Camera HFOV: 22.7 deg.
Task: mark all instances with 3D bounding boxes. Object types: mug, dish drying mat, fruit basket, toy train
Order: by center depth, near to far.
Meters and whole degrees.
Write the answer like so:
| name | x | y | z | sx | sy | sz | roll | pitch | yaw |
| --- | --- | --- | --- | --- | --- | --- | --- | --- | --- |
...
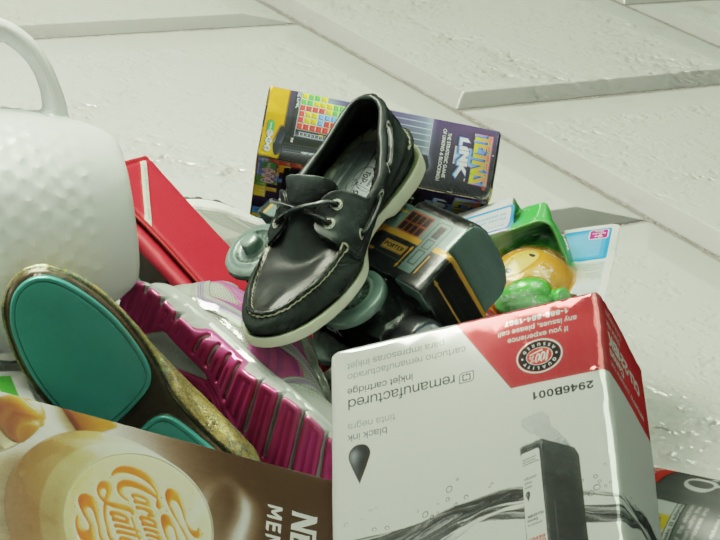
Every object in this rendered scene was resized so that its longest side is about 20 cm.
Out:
| name | x | y | z | sx | sy | sz | roll | pitch | yaw |
| --- | --- | --- | --- | --- | --- | --- | --- | --- | --- |
| mug | -0.224 | -0.048 | 1.030 | 0.174 | 0.201 | 0.148 | -9 | 8 | -15 |
| toy train | 0.000 | 0.000 | 1.138 | 0.114 | 0.085 | 0.200 | -44 | 38 | -16 |
| fruit basket | 0.073 | 0.030 | 1.172 | 0.184 | 0.094 | 0.200 | -16 | 18 | 22 |
| dish drying mat | -0.102 | 0.000 | 1.213 | 0.200 | 0.018 | 0.077 | 46 | 28 | 12 |

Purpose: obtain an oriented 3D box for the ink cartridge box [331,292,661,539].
| name | x | y | z | sx | sy | sz | roll | pitch | yaw |
| --- | --- | --- | --- | --- | --- | --- | --- | --- | --- |
| ink cartridge box | 0.065 | 0.127 | 0.852 | 0.144 | 0.084 | 0.201 | -14 | 53 | 17 |

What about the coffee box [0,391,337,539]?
| name | x | y | z | sx | sy | sz | roll | pitch | yaw |
| --- | --- | --- | --- | --- | --- | --- | --- | --- | --- |
| coffee box | -0.116 | 0.138 | 0.842 | 0.199 | 0.080 | 0.115 | 16 | 45 | -15 |

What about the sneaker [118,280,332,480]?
| name | x | y | z | sx | sy | sz | roll | pitch | yaw |
| --- | --- | --- | --- | --- | --- | --- | --- | --- | --- |
| sneaker | -0.053 | 0.067 | 1.071 | 0.200 | 0.082 | 0.088 | 44 | 40 | 20 |

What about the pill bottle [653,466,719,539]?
| name | x | y | z | sx | sy | sz | roll | pitch | yaw |
| --- | --- | --- | --- | --- | --- | --- | --- | --- | --- |
| pill bottle | 0.162 | 0.161 | 0.909 | 0.199 | 0.117 | 0.116 | 9 | 20 | 34 |

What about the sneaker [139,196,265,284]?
| name | x | y | z | sx | sy | sz | roll | pitch | yaw |
| --- | --- | --- | --- | --- | --- | --- | --- | --- | --- |
| sneaker | -0.083 | -0.001 | 1.276 | 0.199 | 0.074 | 0.079 | 4 | 29 | -12 |

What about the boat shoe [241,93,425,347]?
| name | x | y | z | sx | sy | sz | roll | pitch | yaw |
| --- | --- | --- | --- | --- | --- | --- | --- | --- | --- |
| boat shoe | -0.022 | -0.037 | 1.071 | 0.074 | 0.066 | 0.200 | 5 | 40 | 34 |

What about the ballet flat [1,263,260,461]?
| name | x | y | z | sx | sy | sz | roll | pitch | yaw |
| --- | --- | --- | --- | --- | --- | --- | --- | --- | --- |
| ballet flat | -0.124 | 0.074 | 1.002 | 0.200 | 0.071 | 0.071 | 47 | 21 | -11 |

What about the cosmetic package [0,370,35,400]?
| name | x | y | z | sx | sy | sz | roll | pitch | yaw |
| --- | --- | --- | --- | --- | --- | --- | --- | --- | --- |
| cosmetic package | -0.265 | 0.115 | 0.928 | 0.199 | 0.085 | 0.108 | -1 | 26 | -25 |

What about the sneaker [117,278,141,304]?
| name | x | y | z | sx | sy | sz | roll | pitch | yaw |
| --- | --- | --- | --- | --- | --- | --- | --- | --- | --- |
| sneaker | -0.159 | 0.030 | 1.196 | 0.087 | 0.075 | 0.200 | 3 | 33 | -38 |

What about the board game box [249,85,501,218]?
| name | x | y | z | sx | sy | sz | roll | pitch | yaw |
| --- | --- | --- | --- | --- | --- | --- | --- | --- | --- |
| board game box | 0.004 | -0.062 | 1.312 | 0.164 | 0.057 | 0.200 | 10 | -16 | -4 |

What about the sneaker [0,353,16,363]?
| name | x | y | z | sx | sy | sz | roll | pitch | yaw |
| --- | --- | --- | --- | --- | --- | --- | --- | --- | --- |
| sneaker | -0.256 | 0.001 | 1.182 | 0.199 | 0.080 | 0.077 | 11 | 21 | 39 |
